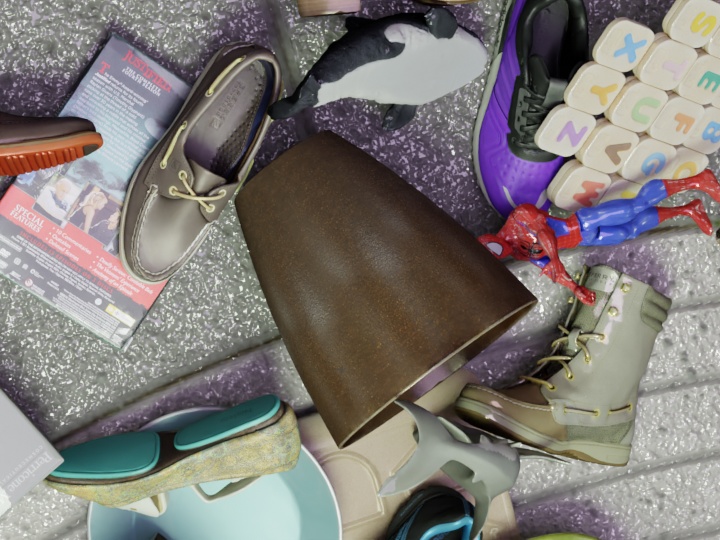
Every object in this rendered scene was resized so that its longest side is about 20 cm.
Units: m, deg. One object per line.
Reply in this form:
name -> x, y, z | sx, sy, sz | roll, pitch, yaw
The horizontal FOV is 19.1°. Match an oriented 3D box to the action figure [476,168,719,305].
action figure -> 0.189, -0.016, 1.652 | 0.200, 0.099, 0.065 | -9, 142, -12

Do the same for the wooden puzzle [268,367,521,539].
wooden puzzle -> 0.028, 0.196, 1.713 | 0.185, 0.046, 0.200 | -18, 98, -12

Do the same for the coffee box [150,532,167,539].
coffee box -> -0.195, 0.306, 1.610 | 0.080, 0.114, 0.200 | 42, 97, -5

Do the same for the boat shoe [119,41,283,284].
boat shoe -> -0.119, -0.079, 1.598 | 0.072, 0.060, 0.200 | 30, 89, -18

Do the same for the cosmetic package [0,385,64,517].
cosmetic package -> -0.325, 0.098, 1.579 | 0.107, 0.090, 0.200 | -44, 104, -8

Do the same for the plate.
plate -> -0.112, 0.201, 1.662 | 0.200, 0.026, 0.200 | 1, 101, 5

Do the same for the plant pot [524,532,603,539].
plant pot -> 0.175, 0.340, 1.666 | 0.200, 0.190, 0.200 | -13, 123, -20

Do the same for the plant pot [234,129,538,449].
plant pot -> 0.000, 0.000, 1.612 | 0.187, 0.187, 0.200 | -36, 82, -7

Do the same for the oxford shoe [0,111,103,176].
oxford shoe -> -0.288, -0.108, 1.558 | 0.200, 0.071, 0.073 | -2, 80, -8

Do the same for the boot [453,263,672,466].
boot -> 0.164, 0.067, 1.689 | 0.200, 0.072, 0.155 | 16, 93, -45

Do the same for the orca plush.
orca plush -> 0.005, -0.160, 1.625 | 0.200, 0.071, 0.105 | -28, 143, -30

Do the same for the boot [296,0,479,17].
boot -> 0.038, -0.277, 1.626 | 0.200, 0.074, 0.155 | -7, 96, -17

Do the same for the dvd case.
dvd case -> -0.186, -0.059, 1.625 | 0.146, 0.022, 0.200 | 33, 90, -17

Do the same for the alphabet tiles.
alphabet tiles -> 0.230, -0.124, 1.668 | 0.196, 0.015, 0.200 | 14, 116, -45

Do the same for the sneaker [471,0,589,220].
sneaker -> 0.137, -0.132, 1.658 | 0.070, 0.100, 0.200 | 4, 97, -13

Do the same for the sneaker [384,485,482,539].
sneaker -> 0.020, 0.254, 1.650 | 0.073, 0.082, 0.200 | 36, 86, -14

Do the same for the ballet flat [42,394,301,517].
ballet flat -> -0.140, 0.150, 1.612 | 0.200, 0.071, 0.071 | -16, 103, 7

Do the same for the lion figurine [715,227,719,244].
lion figurine -> 0.365, -0.033, 1.753 | 0.122, 0.072, 0.200 | 35, 84, -25

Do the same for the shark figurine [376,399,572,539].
shark figurine -> 0.081, 0.157, 1.571 | 0.128, 0.214, 0.090 | 18, 88, 9
